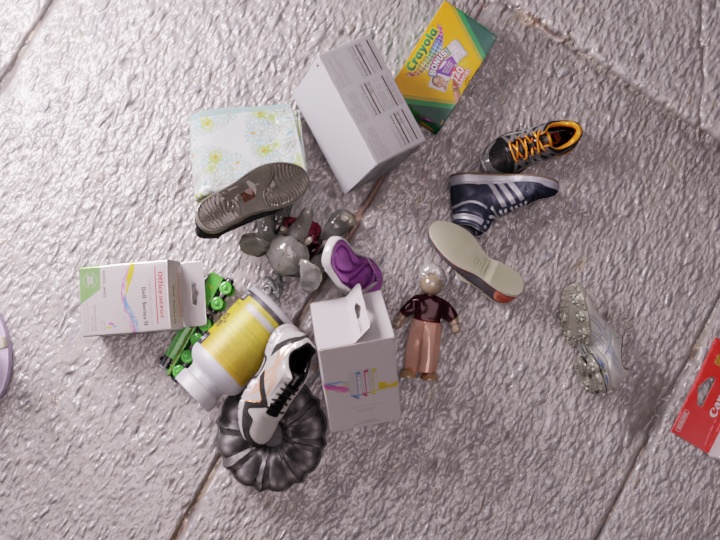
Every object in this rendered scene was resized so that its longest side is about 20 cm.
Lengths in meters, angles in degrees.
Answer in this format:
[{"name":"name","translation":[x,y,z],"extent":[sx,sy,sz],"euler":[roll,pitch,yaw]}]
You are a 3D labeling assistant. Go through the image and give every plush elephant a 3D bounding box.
[{"name":"plush elephant","translation":[-0.111,-0.046,1.354],"extent":[0.162,0.155,0.203],"euler":[26,83,-3]}]

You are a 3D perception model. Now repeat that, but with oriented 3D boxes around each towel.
[{"name":"towel","translation":[-0.191,-0.204,1.380],"extent":[0.195,0.048,0.174],"euler":[-7,60,-6]}]

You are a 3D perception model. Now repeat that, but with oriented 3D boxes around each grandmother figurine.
[{"name":"grandmother figurine","translation":[0.120,0.089,1.419],"extent":[0.119,0.060,0.205],"euler":[7,88,-14]}]

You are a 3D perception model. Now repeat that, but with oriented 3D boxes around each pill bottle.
[{"name":"pill bottle","translation":[-0.210,0.134,1.345],"extent":[0.112,0.112,0.200],"euler":[44,77,-1]}]

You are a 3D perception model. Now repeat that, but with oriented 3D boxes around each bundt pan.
[{"name":"bundt pan","translation":[-0.150,0.278,1.368],"extent":[0.197,0.076,0.207],"euler":[1,85,-6]}]

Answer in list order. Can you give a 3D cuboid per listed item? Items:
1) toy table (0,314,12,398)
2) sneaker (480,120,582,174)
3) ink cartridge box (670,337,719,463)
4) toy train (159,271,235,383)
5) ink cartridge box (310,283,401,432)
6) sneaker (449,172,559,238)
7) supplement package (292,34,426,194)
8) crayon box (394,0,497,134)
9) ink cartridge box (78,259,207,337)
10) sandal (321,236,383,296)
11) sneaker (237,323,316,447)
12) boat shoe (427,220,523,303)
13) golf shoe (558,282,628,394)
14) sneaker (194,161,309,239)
[{"name":"toy table","translation":[-0.651,0.131,1.308],"extent":[0.181,0.117,0.203],"euler":[-23,89,-7]},{"name":"sneaker","translation":[0.309,-0.226,1.451],"extent":[0.197,0.077,0.080],"euler":[-23,90,-6]},{"name":"ink cartridge box","translation":[0.688,0.252,1.471],"extent":[0.174,0.045,0.203],"euler":[30,83,-4]},{"name":"toy train","translation":[-0.282,0.095,1.387],"extent":[0.056,0.042,0.202],"euler":[28,84,7]},{"name":"ink cartridge box","translation":[-0.009,0.137,1.320],"extent":[0.122,0.129,0.203],"euler":[-10,123,-5]},{"name":"sneaker","translation":[0.256,-0.114,1.439],"extent":[0.195,0.070,0.111],"euler":[2,81,1]},{"name":"supplement package","translation":[-0.006,-0.260,1.371],"extent":[0.110,0.155,0.203],"euler":[-27,88,-25]},{"name":"crayon box","translation":[0.143,-0.364,1.453],"extent":[0.118,0.058,0.202],"euler":[32,83,-3]},{"name":"ink cartridge box","translation":[-0.362,0.045,1.347],"extent":[0.195,0.067,0.120],"euler":[-6,86,7]},{"name":"sandal","translation":[-0.002,0.007,1.348],"extent":[0.049,0.202,0.084],"euler":[14,80,31]},{"name":"sneaker","translation":[-0.133,0.188,1.286],"extent":[0.073,0.079,0.204],"euler":[21,88,-40]},{"name":"boat shoe","translation":[0.197,-0.011,1.431],"extent":[0.198,0.063,0.072],"euler":[35,65,-2]},{"name":"golf shoe","translation":[0.422,0.115,1.450],"extent":[0.096,0.078,0.204],"euler":[-17,93,-24]},{"name":"sneaker","translation":[-0.182,-0.114,1.311],"extent":[0.197,0.106,0.076],"euler":[-24,91,-19]}]
